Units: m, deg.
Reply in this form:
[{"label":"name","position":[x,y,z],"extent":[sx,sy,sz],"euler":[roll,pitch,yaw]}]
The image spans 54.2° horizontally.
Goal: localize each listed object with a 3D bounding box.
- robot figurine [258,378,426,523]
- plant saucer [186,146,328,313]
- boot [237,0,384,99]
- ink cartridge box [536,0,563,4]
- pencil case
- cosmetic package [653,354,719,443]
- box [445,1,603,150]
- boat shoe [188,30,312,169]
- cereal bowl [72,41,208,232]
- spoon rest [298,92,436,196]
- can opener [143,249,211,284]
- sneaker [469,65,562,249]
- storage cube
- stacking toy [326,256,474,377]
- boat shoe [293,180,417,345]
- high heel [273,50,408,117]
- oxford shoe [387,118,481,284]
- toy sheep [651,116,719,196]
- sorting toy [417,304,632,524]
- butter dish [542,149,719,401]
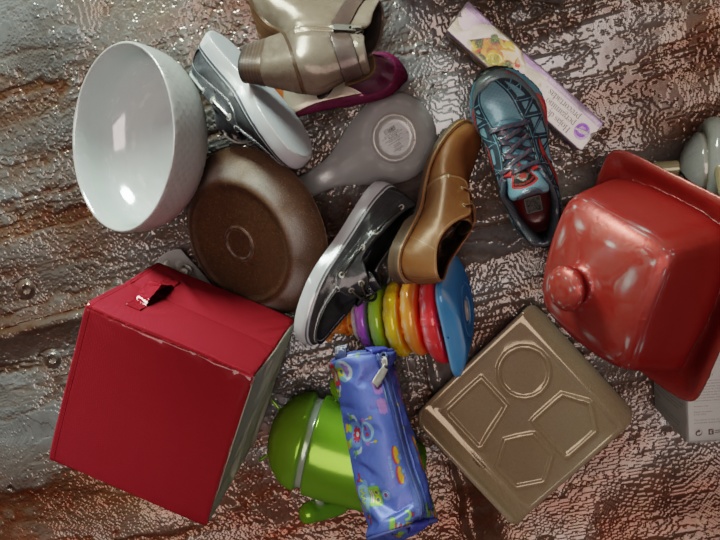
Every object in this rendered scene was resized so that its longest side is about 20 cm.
[{"label":"robot figurine","position":[-0.022,0.214,0.830],"extent":[0.195,0.116,0.180],"euler":[14,96,4]},{"label":"plant saucer","position":[-0.129,-0.036,0.799],"extent":[0.196,0.037,0.205],"euler":[14,119,26]},{"label":"boot","position":[-0.046,-0.261,0.731],"extent":[0.142,0.071,0.205],"euler":[-3,62,14]},{"label":"ink cartridge box","position":[0.127,-0.363,0.697],"extent":[0.194,0.147,0.149],"euler":[8,101,5]},{"label":"pencil case","position":[0.023,0.176,0.737],"extent":[0.076,0.087,0.205],"euler":[-5,72,-29]},{"label":"cosmetic package","position":[0.371,0.069,0.764],"extent":[0.082,0.108,0.206],"euler":[-4,100,5]},{"label":"box","position":[0.178,-0.212,0.772],"extent":[0.199,0.041,0.039],"euler":[41,103,-2]},{"label":"boat shoe","position":[-0.125,-0.170,0.757],"extent":[0.068,0.071,0.201],"euler":[-48,68,23]},{"label":"cereal bowl","position":[-0.237,-0.146,0.792],"extent":[0.196,0.082,0.206],"euler":[3,95,38]},{"label":"spoon rest","position":[-0.005,-0.130,0.807],"extent":[0.197,0.061,0.101],"euler":[-27,98,-3]},{"label":"can opener","position":[-0.181,0.059,0.860],"extent":[0.200,0.066,0.053],"euler":[47,58,-3]},{"label":"sneaker","position":[0.173,-0.115,0.736],"extent":[0.078,0.096,0.203],"euler":[-20,115,16]},{"label":"storage cube","position":[-0.193,0.124,0.754],"extent":[0.176,0.171,0.204],"euler":[20,106,3]},{"label":"stacking toy","position":[0.030,0.057,0.815],"extent":[0.195,0.110,0.119],"euler":[-8,114,20]},{"label":"boat shoe","position":[0.000,0.000,0.773],"extent":[0.065,0.070,0.203],"euler":[27,81,30]},{"label":"high heel","position":[-0.045,-0.210,0.804],"extent":[0.196,0.095,0.069],"euler":[-12,88,29]},{"label":"oxford shoe","position":[0.100,-0.073,0.759],"extent":[0.070,0.071,0.204],"euler":[8,69,40]},{"label":"toy sheep","position":[0.401,-0.104,0.720],"extent":[0.194,0.138,0.142],"euler":[4,100,11]},{"label":"sorting toy","position":[0.195,0.172,0.843],"extent":[0.200,0.036,0.185],"euler":[-45,93,7]},{"label":"butter dish","position":[0.248,0.008,0.692],"extent":[0.144,0.200,0.205],"euler":[-8,122,-26]}]
